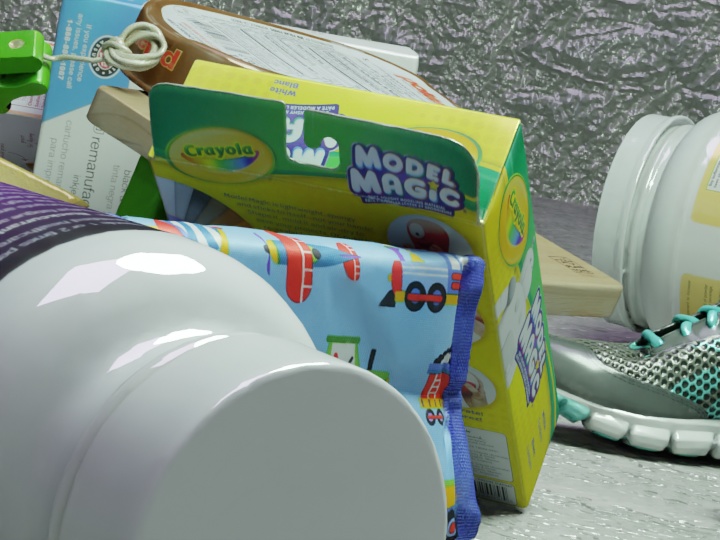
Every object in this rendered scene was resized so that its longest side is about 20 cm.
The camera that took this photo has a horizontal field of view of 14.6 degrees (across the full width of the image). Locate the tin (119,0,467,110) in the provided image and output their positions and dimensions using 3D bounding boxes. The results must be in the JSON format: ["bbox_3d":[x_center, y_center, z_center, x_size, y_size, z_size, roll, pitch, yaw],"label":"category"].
[{"bbox_3d":[-0.028,-0.090,1.412,0.200,0.042,0.112,11,23,-41],"label":"tin"}]

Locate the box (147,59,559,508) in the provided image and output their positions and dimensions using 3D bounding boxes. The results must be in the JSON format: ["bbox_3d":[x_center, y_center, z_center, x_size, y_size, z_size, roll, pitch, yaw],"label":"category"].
[{"bbox_3d":[0.000,0.000,0.946,0.117,0.048,0.200,12,-31,16],"label":"box"}]

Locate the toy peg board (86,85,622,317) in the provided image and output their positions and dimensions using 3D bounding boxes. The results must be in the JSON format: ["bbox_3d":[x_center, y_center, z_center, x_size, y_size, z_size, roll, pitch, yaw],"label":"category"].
[{"bbox_3d":[-0.015,0.003,1.363,0.199,0.098,0.200,33,17,33],"label":"toy peg board"}]

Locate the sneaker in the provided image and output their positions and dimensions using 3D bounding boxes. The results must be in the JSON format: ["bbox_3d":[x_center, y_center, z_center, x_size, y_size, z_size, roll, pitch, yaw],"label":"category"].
[{"bbox_3d":[0.164,0.037,1.219,0.200,0.091,0.078,9,5,-11],"label":"sneaker"}]

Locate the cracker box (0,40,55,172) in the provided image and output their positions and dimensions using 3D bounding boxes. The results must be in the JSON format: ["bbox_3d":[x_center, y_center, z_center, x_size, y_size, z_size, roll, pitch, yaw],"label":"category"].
[{"bbox_3d":[-0.150,-0.079,1.739,0.200,0.058,0.134,11,-24,-1],"label":"cracker box"}]

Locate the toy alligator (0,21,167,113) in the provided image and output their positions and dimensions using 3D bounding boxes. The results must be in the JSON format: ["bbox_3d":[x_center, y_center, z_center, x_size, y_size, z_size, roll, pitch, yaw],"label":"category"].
[{"bbox_3d":[-0.191,-0.094,1.348,0.200,0.059,0.054,1,-31,0],"label":"toy alligator"}]

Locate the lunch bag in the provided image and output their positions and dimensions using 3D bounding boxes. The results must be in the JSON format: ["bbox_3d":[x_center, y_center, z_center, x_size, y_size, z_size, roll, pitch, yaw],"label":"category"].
[{"bbox_3d":[-0.083,0.037,0.887,0.150,0.094,0.200,6,-5,-43],"label":"lunch bag"}]

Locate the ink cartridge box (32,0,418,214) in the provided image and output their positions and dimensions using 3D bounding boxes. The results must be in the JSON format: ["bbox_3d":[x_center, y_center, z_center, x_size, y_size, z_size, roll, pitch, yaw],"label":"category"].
[{"bbox_3d":[-0.076,-0.071,1.596,0.200,0.147,0.146,10,5,-2],"label":"ink cartridge box"}]

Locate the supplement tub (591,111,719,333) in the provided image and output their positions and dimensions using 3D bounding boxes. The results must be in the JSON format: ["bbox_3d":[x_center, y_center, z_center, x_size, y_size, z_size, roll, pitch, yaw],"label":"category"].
[{"bbox_3d":[0.243,-0.009,1.563,0.200,0.146,0.145,13,6,25],"label":"supplement tub"}]

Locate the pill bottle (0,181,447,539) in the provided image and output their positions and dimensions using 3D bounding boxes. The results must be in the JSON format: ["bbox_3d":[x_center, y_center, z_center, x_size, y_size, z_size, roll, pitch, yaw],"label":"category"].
[{"bbox_3d":[-0.076,0.039,0.628,0.111,0.112,0.200,6,7,-41],"label":"pill bottle"}]

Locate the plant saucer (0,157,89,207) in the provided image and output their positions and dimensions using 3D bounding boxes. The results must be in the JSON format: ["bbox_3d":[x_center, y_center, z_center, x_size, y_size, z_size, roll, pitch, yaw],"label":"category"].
[{"bbox_3d":[-0.249,-0.051,1.401,0.200,0.049,0.200,26,5,2],"label":"plant saucer"}]
